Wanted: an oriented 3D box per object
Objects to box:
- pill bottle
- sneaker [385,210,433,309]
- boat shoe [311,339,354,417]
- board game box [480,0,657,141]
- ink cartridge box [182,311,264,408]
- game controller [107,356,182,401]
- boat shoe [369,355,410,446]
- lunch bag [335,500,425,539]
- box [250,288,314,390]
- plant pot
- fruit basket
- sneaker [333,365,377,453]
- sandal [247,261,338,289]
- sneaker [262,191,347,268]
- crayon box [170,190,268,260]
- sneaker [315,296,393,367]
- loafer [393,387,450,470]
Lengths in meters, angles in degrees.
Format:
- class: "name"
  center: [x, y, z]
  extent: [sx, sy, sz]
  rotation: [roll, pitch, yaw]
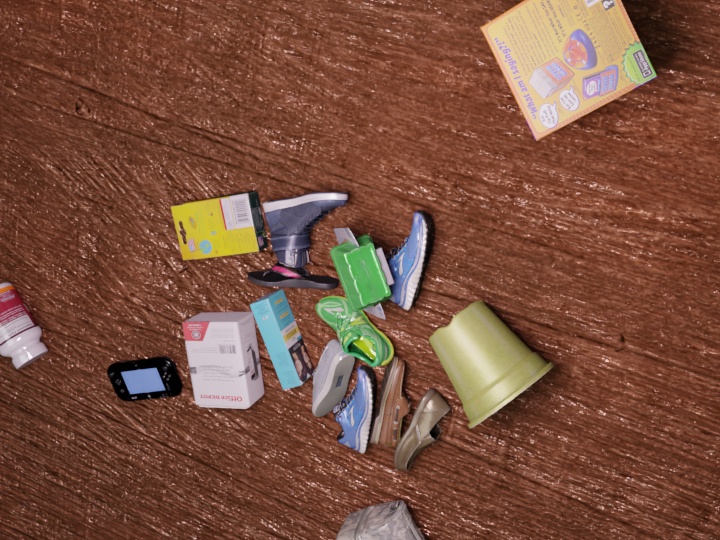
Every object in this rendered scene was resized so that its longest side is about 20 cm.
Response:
- class: "pill bottle"
  center: [-0.881, 0.141, 1.790]
  extent: [0.112, 0.113, 0.201]
  rotation: [-31, 92, 24]
- class: "sneaker"
  center: [0.087, -0.024, 1.406]
  extent: [0.088, 0.079, 0.202]
  rotation: [19, 110, 12]
- class: "boat shoe"
  center: [-0.069, 0.232, 1.548]
  extent: [0.072, 0.069, 0.202]
  rotation: [50, 134, 36]
- class: "board game box"
  center: [0.343, -0.357, 1.166]
  extent: [0.198, 0.200, 0.202]
  rotation: [-26, 95, 24]
- class: "ink cartridge box"
  center: [-0.309, 0.201, 1.614]
  extent: [0.145, 0.083, 0.203]
  rotation: [-1, 103, 21]
- class: "game controller"
  center: [-0.526, 0.266, 1.733]
  extent: [0.198, 0.042, 0.106]
  rotation: [-9, 101, 23]
- class: "boat shoe"
  center: [0.073, 0.279, 1.510]
  extent: [0.067, 0.072, 0.202]
  rotation: [12, 108, -2]
- class: "lunch bag"
  center: [0.068, 0.616, 1.556]
  extent: [0.167, 0.139, 0.201]
  rotation: [-26, 95, 24]
- class: "box"
  center: [-0.168, 0.149, 1.550]
  extent: [0.049, 0.082, 0.202]
  rotation: [-18, 98, 22]
- class: "plant pot"
  center: [0.235, 0.167, 1.365]
  extent: [0.200, 0.200, 0.185]
  rotation: [-43, 76, 24]
- class: "fruit basket"
  center: [0.000, 0.000, 1.405]
  extent: [0.093, 0.200, 0.187]
  rotation: [-21, 96, -4]
- class: "sneaker"
  center: [-0.015, 0.298, 1.530]
  extent: [0.088, 0.079, 0.202]
  rotation: [10, 108, 5]
- class: "sandal"
  center: [-0.143, 0.007, 1.511]
  extent: [0.197, 0.075, 0.046]
  rotation: [4, 108, 11]
- class: "sneaker"
  center: [-0.104, -0.084, 1.460]
  extent: [0.200, 0.077, 0.148]
  rotation: [-8, 90, 31]
- class: "crayon box"
  center: [-0.308, -0.097, 1.553]
  extent: [0.198, 0.051, 0.129]
  rotation: [-5, 102, 20]
- class: "sneaker"
  center: [-0.016, 0.125, 1.484]
  extent: [0.199, 0.083, 0.074]
  rotation: [39, 113, 15]
- class: "loafer"
  center: [0.129, 0.346, 1.498]
  extent: [0.067, 0.076, 0.202]
  rotation: [27, 112, 18]
